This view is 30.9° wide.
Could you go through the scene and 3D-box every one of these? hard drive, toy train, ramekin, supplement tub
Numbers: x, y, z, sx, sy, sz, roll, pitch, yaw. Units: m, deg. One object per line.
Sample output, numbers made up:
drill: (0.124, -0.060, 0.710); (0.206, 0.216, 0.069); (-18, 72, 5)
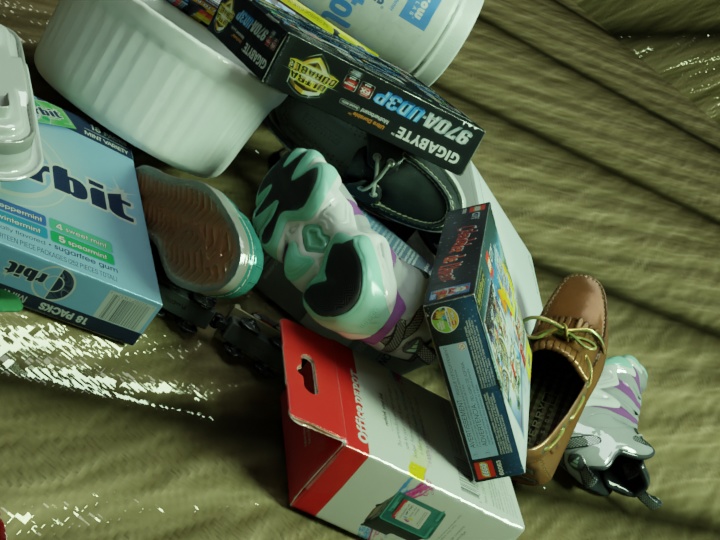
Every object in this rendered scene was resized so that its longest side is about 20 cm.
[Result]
hard drive: (0.132, -0.003, 1.216); (0.200, 0.027, 0.132); (48, 29, -56)
toy train: (-0.075, 0.053, 0.966); (0.200, 0.034, 0.046); (30, 14, -20)
ramekin: (-0.166, -0.161, 1.060); (0.200, 0.098, 0.200); (33, 9, -6)
supplement tub: (0.003, -0.272, 1.214); (0.199, 0.132, 0.132); (27, 27, -14)

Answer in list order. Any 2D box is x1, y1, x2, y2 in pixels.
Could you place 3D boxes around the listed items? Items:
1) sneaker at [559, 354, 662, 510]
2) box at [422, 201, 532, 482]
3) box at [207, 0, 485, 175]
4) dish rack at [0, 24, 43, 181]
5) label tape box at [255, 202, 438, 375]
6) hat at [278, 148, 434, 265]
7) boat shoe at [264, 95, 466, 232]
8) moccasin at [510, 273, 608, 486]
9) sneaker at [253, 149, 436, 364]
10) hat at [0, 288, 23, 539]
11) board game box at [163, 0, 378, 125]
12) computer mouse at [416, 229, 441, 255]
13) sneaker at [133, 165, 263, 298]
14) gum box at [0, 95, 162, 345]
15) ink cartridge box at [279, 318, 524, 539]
sneaker: (0.237, 0.157, 1.198); (0.200, 0.078, 0.140); (-11, 56, -49)
box: (0.091, 0.046, 0.963); (0.200, 0.038, 0.137); (-67, 142, -68)
box: (-0.013, -0.158, 1.073); (0.199, 0.046, 0.159); (22, 15, -31)
dish rack: (-0.308, -0.128, 0.842); (0.199, 0.044, 0.172); (4, 37, -24)
label tape box: (0.019, 0.028, 1.101); (0.200, 0.066, 0.143); (41, 23, -3)
hat: (0.015, -0.081, 1.258); (0.200, 0.081, 0.201); (31, 26, -17)
boat shoe: (-0.001, -0.094, 1.128); (0.200, 0.076, 0.060); (31, 19, 11)
moccasin: (0.164, 0.081, 1.104); (0.073, 0.078, 0.202); (22, 58, 17)
sneaker: (0.000, 0.000, 0.984); (0.140, 0.078, 0.200); (35, 21, -40)
hat: (-0.260, 0.088, 0.654); (0.199, 0.177, 0.165); (11, 2, 42)
board game box: (-0.108, -0.212, 1.218); (0.200, 0.165, 0.057); (30, 70, -20)
computer mouse: (0.089, -0.003, 1.205); (0.200, 0.046, 0.141); (55, 24, -47)
sneaker: (-0.107, -0.025, 0.940); (0.080, 0.072, 0.200); (22, 7, -34)
gum box: (-0.231, -0.054, 0.901); (0.169, 0.045, 0.200); (24, 28, -32)
ink cartridge box: (0.012, 0.127, 0.918); (0.200, 0.067, 0.116); (29, 25, -24)
